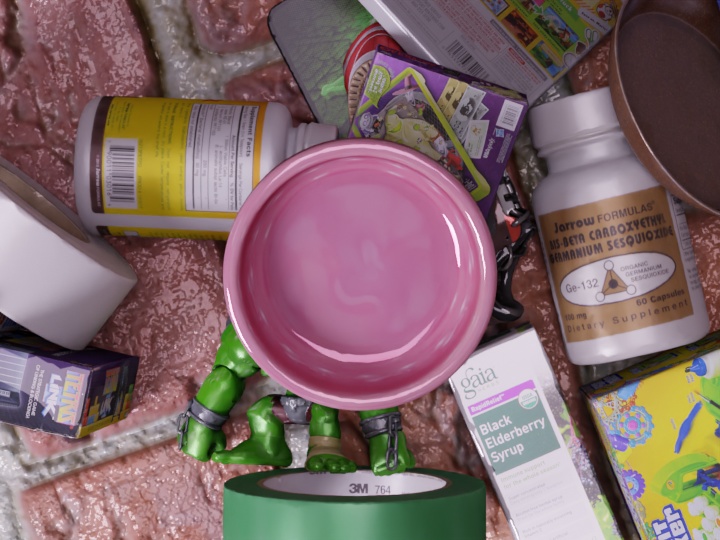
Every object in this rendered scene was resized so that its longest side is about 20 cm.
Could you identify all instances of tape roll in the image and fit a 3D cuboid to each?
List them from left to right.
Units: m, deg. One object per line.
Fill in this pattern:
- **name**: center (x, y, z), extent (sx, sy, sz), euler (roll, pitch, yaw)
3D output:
- **tape roll**: center (-0.268, -0.028, 1.280), extent (0.202, 0.202, 0.071), euler (40, 92, 2)
- **tape roll**: center (-0.004, 0.182, 1.269), extent (0.198, 0.200, 0.049), euler (-1, 91, 3)

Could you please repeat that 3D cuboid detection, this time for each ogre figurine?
- **ogre figurine**: center (-0.052, 0.096, 1.324), extent (0.199, 0.098, 0.121), euler (-3, 82, 46)

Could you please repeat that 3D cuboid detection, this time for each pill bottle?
- **pill bottle**: center (-0.117, -0.079, 1.318), extent (0.198, 0.109, 0.111), euler (3, 91, 2)
- **pill bottle**: center (0.193, -0.036, 1.301), extent (0.113, 0.114, 0.202), euler (-13, 90, 3)

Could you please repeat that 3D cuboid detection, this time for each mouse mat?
- **mouse mat**: center (0.042, -0.185, 1.361), extent (0.199, 0.008, 0.162), euler (-29, 89, 2)

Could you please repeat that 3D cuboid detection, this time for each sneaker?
- **sneaker**: center (0.018, -0.097, 1.335), extent (0.070, 0.113, 0.202), euler (2, 122, 0)
- **sneaker**: center (0.103, -0.053, 1.314), extent (0.081, 0.077, 0.202), euler (5, 103, 31)

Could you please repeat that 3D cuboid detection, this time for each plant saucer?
- **plant saucer**: center (0.000, 0.000, 1.236), extent (0.198, 0.051, 0.203), euler (0, 104, 1)
- **plant saucer**: center (0.257, -0.127, 1.288), extent (0.199, 0.034, 0.202), euler (17, 60, -32)

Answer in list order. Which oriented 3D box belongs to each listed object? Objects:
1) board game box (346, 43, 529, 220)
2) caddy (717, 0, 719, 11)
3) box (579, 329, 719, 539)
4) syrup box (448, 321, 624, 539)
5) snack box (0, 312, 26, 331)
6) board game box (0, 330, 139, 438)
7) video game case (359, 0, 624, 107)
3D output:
- **board game box**: center (0.037, -0.056, 1.262), extent (0.119, 0.032, 0.202), euler (17, 112, -8)
- **caddy**: center (0.348, -0.229, 1.277), extent (0.140, 0.105, 0.202), euler (-17, 90, -18)
- **box**: center (0.295, 0.151, 1.294), extent (0.191, 0.122, 0.202), euler (-21, 90, 3)
- **syrup box**: center (0.136, 0.147, 1.322), extent (0.078, 0.081, 0.202), euler (-23, 91, 2)
- **snack box**: center (-0.293, 0.020, 1.282), extent (0.071, 0.200, 0.024), euler (28, 90, 2)
- **board game box**: center (-0.267, 0.076, 1.282), extent (0.164, 0.200, 0.057), euler (11, 90, 2)
- **video game case**: center (0.090, -0.225, 1.307), extent (0.200, 0.023, 0.182), euler (47, 61, 2)
